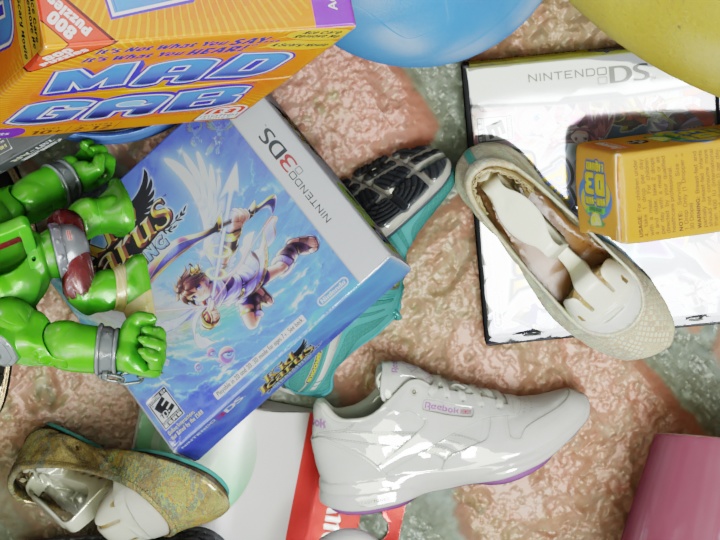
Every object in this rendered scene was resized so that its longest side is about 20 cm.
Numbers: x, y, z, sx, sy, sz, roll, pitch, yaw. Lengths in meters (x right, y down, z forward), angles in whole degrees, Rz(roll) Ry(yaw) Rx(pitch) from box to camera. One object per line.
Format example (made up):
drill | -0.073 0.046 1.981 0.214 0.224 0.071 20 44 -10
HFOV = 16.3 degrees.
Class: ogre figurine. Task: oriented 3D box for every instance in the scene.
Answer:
ogre figurine | -0.202 -0.004 1.644 0.120 0.098 0.200 -8 68 -13

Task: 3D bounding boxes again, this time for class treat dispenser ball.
treat dispenser ball | 0.035 -0.231 1.627 0.201 0.201 0.201 0 101 0

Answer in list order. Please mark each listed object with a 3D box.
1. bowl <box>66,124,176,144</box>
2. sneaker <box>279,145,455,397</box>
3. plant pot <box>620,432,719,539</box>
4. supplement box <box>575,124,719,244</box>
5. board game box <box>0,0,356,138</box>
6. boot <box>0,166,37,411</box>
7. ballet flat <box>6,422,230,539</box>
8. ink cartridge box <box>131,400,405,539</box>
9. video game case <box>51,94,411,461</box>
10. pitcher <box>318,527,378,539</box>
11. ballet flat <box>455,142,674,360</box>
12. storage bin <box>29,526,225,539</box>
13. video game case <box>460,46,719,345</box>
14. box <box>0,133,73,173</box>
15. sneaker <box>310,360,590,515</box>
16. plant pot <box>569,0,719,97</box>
bowl | -0.179 -0.184 1.716 0.200 0.039 0.201 0 100 0
sneaker | 0.000 0.000 1.746 0.080 0.078 0.200 35 95 -36
plant pot | 0.256 0.207 1.727 0.200 0.200 0.179 6 85 -2
supplement box | 0.248 -0.064 1.696 0.200 0.067 0.069 -11 102 -20
board game box | -0.148 -0.207 1.549 0.200 0.200 0.200 -7 80 -26
boot | -0.265 0.026 1.704 0.077 0.138 0.200 2 99 0
ballet flat | -0.170 0.153 1.711 0.071 0.200 0.071 -11 105 -44
ink cartridge box | -0.069 0.174 1.780 0.200 0.050 0.161 11 100 0
video game case | -0.096 -0.005 1.703 0.200 0.045 0.181 -42 65 7
pitcher | -0.014 0.288 1.758 0.172 0.121 0.200 38 94 -24
ballet flat | 0.137 -0.005 1.715 0.200 0.062 0.067 43 98 -8
storage bin | -0.175 0.261 1.724 0.200 0.094 0.135 -8 106 34
video game case | 0.168 -0.054 1.749 0.180 0.026 0.200 -5 100 0
box | -0.273 -0.139 1.679 0.200 0.044 0.160 -28 89 16
sneaker | 0.062 0.104 1.745 0.200 0.075 0.100 -14 100 -7
plant pot | 0.214 -0.213 1.649 0.142 0.200 0.200 10 101 13
